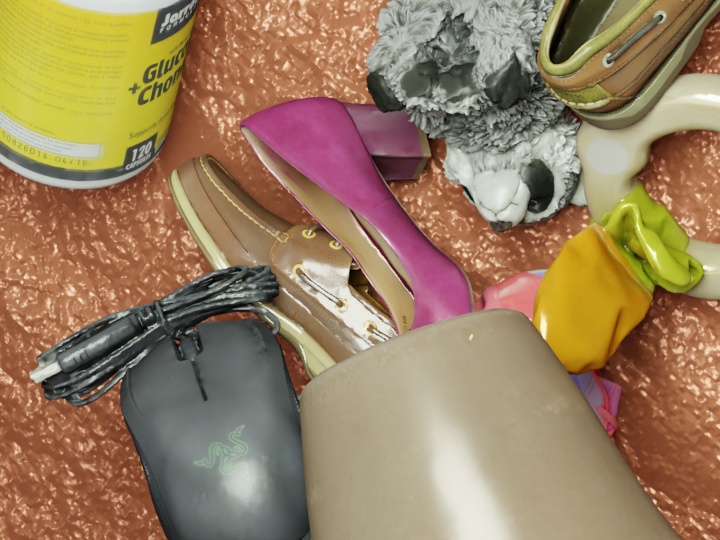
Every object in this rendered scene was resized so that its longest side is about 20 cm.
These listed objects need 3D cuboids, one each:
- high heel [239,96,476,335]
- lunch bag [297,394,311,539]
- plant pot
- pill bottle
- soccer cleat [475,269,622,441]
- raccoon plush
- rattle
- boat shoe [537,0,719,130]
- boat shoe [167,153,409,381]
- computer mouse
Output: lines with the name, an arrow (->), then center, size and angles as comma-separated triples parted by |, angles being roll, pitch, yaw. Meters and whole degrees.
high heel -> 0.000, 0.000, 1.279 | 0.067, 0.096, 0.200 | 108, 152, -55
lunch bag -> -0.042, 0.167, 1.283 | 0.122, 0.170, 0.200 | 24, 144, 20
plant pot -> 0.051, 0.118, 1.137 | 0.200, 0.200, 0.175 | -27, 77, 28
pill bottle -> -0.141, -0.147, 1.307 | 0.112, 0.112, 0.200 | 35, 137, 16
soccer cleat -> 0.109, 0.096, 1.299 | 0.076, 0.067, 0.200 | -13, 101, 0
raccoon plush -> 0.090, -0.118, 1.273 | 0.097, 0.134, 0.200 | 16, 75, 38
rattle -> 0.192, -0.025, 1.185 | 0.200, 0.143, 0.130 | 1, 107, 24
boat shoe -> 0.153, -0.163, 1.184 | 0.072, 0.068, 0.200 | 25, 85, 32
boat shoe -> -0.023, 0.007, 1.343 | 0.068, 0.072, 0.200 | -45, 77, 10
computer mouse -> -0.081, 0.065, 1.225 | 0.138, 0.200, 0.053 | -25, 131, -7
